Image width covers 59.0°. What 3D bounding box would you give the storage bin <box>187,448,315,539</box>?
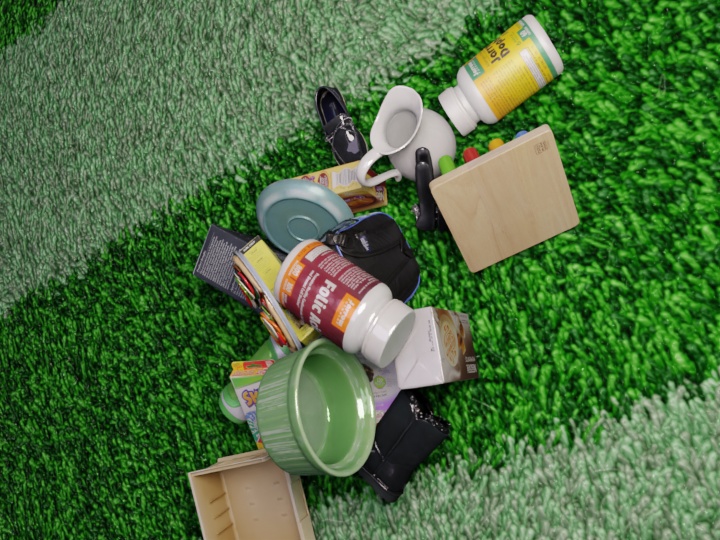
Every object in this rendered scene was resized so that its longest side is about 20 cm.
[{"bbox_3d":[-0.203,0.456,1.210,0.194,0.093,0.206,-17,85,24],"label":"storage bin"}]

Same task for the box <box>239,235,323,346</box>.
[{"bbox_3d":[-0.128,0.037,1.079,0.050,0.075,0.201,-38,68,-2],"label":"box"}]

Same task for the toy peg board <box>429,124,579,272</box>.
[{"bbox_3d":[0.227,-0.132,1.037,0.195,0.201,0.099,-25,41,12],"label":"toy peg board"}]

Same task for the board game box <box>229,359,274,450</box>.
[{"bbox_3d":[-0.178,0.257,1.205,0.093,0.030,0.205,-6,116,17],"label":"board game box"}]

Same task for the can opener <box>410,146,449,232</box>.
[{"bbox_3d":[0.116,-0.136,1.087,0.076,0.202,0.065,-12,54,8],"label":"can opener"}]

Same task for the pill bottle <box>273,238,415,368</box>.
[{"bbox_3d":[-0.023,0.050,0.945,0.197,0.114,0.116,32,98,21],"label":"pill bottle"}]

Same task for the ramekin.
[{"bbox_3d":[-0.069,0.214,0.974,0.096,0.198,0.206,-18,76,31],"label":"ramekin"}]

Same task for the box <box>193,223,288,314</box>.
[{"bbox_3d":[-0.200,0.005,1.248,0.197,0.148,0.109,26,95,27],"label":"box"}]

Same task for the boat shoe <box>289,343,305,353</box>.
[{"bbox_3d":[-0.104,0.138,1.176,0.066,0.075,0.202,-3,44,2],"label":"boat shoe"}]

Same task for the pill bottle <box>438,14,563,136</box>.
[{"bbox_3d":[0.235,-0.325,1.086,0.198,0.112,0.115,-35,70,19],"label":"pill bottle"}]

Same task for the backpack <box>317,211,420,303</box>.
[{"bbox_3d":[0.000,0.000,1.114,0.145,0.199,0.187,-20,100,40],"label":"backpack"}]

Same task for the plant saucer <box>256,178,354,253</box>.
[{"bbox_3d":[-0.105,-0.085,1.194,0.195,0.202,0.028,-10,44,25],"label":"plant saucer"}]

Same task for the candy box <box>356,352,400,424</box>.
[{"bbox_3d":[0.015,0.211,1.157,0.163,0.071,0.207,-1,84,27],"label":"candy box"}]

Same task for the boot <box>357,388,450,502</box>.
[{"bbox_3d":[0.036,0.255,1.058,0.199,0.076,0.170,39,104,21],"label":"boot"}]

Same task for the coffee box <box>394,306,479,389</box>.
[{"bbox_3d":[0.123,0.128,1.039,0.078,0.199,0.118,-13,77,24],"label":"coffee box"}]

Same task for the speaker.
[{"bbox_3d":[-0.194,0.208,1.257,0.201,0.088,0.089,-48,66,14],"label":"speaker"}]

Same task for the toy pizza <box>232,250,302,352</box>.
[{"bbox_3d":[-0.160,0.059,1.044,0.031,0.201,0.201,-33,67,-12],"label":"toy pizza"}]

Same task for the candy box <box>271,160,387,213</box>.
[{"bbox_3d":[-0.060,-0.145,1.211,0.195,0.116,0.058,-11,74,25],"label":"candy box"}]

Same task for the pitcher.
[{"bbox_3d":[0.078,-0.206,1.103,0.121,0.199,0.173,45,104,23],"label":"pitcher"}]

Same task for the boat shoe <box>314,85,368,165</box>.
[{"bbox_3d":[-0.041,-0.276,1.250,0.073,0.062,0.205,-26,74,19],"label":"boat shoe"}]
